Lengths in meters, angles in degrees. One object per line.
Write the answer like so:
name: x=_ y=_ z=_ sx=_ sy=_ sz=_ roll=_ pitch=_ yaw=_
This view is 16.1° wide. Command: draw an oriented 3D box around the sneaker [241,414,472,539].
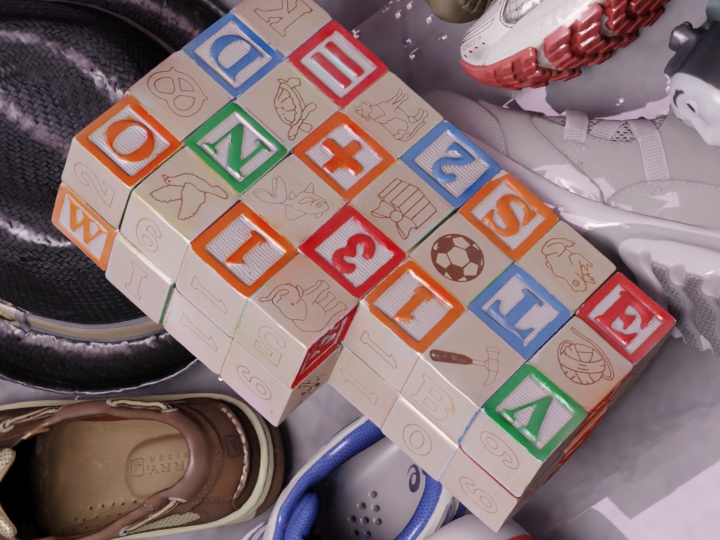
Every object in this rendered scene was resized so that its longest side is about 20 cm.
sneaker: x=-0.022 y=0.116 z=0.992 sx=0.075 sy=0.088 sz=0.200 roll=40 pitch=103 yaw=18

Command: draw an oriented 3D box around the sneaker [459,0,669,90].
sneaker: x=0.103 y=-0.153 z=0.967 sx=0.082 sy=0.078 sz=0.200 roll=39 pitch=92 yaw=14

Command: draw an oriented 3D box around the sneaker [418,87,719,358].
sneaker: x=0.103 y=-0.028 z=0.973 sx=0.199 sy=0.075 sz=0.082 roll=24 pitch=61 yaw=26

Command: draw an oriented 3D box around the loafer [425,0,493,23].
loafer: x=0.045 y=-0.194 z=0.997 sx=0.067 sy=0.076 sz=0.201 roll=10 pitch=80 yaw=23

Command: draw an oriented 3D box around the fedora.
fedora: x=-0.123 y=-0.049 z=1.017 sx=0.199 sy=0.092 sz=0.202 roll=-1 pitch=79 yaw=5

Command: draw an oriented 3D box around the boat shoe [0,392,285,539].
boat shoe: x=-0.134 y=0.085 z=1.041 sx=0.201 sy=0.075 sz=0.075 roll=-17 pitch=79 yaw=24

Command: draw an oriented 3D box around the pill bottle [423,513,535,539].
pill bottle: x=0.077 y=0.192 z=0.932 sx=0.200 sy=0.112 sz=0.113 roll=44 pitch=103 yaw=18

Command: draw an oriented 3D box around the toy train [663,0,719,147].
toy train: x=0.196 y=-0.108 z=0.906 sx=0.114 sy=0.085 sz=0.200 roll=35 pitch=83 yaw=24

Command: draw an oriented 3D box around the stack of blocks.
stack of blocks: x=0.000 y=0.000 z=0.928 sx=0.200 sy=0.059 sz=0.115 roll=41 pitch=58 yaw=10
